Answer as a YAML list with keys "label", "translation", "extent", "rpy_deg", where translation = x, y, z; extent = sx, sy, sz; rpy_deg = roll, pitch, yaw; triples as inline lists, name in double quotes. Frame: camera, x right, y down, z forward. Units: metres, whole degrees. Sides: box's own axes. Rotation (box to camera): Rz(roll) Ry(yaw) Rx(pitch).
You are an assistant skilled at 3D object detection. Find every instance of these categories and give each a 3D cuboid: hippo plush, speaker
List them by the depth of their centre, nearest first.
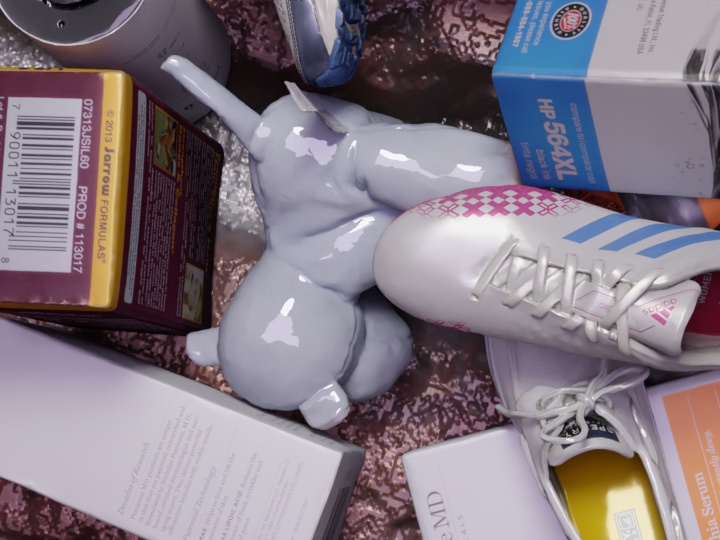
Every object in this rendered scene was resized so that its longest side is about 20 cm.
- label: "hippo plush"
  translation: [0.000, 0.000, 0.833]
  extent: [0.158, 0.200, 0.162]
  rpy_deg: [17, 95, 29]
- label: "speaker"
  translation: [-0.121, -0.130, 0.843]
  extent: [0.080, 0.200, 0.082]
  rpy_deg: [-1, 84, 6]

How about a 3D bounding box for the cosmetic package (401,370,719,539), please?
- label: "cosmetic package"
  translation: [0.131, 0.117, 0.856]
  extent: [0.198, 0.071, 0.102]
  rpy_deg: [-16, 83, 5]

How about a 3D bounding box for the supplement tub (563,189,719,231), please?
- label: "supplement tub"
  translation: [0.209, -0.053, 0.837]
  extent: [0.199, 0.123, 0.123]
  rpy_deg: [-25, 82, 4]

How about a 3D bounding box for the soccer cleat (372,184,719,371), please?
- label: "soccer cleat"
  translation: [0.105, 0.006, 0.742]
  extent: [0.198, 0.086, 0.070]
  rpy_deg: [5, 107, -3]

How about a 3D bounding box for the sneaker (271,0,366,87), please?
- label: "sneaker"
  translation: [-0.053, -0.173, 0.799]
  extent: [0.085, 0.077, 0.201]
  rpy_deg: [-18, 71, 6]

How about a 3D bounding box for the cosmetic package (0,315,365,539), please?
- label: "cosmetic package"
  translation: [-0.105, 0.095, 0.866]
  extent: [0.199, 0.113, 0.082]
  rpy_deg: [19, 87, 10]

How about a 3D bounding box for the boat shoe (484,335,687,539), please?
- label: "boat shoe"
  translation: [0.106, 0.080, 0.779]
  extent: [0.074, 0.086, 0.203]
  rpy_deg: [-17, 70, 4]

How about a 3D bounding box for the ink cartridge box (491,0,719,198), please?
- label: "ink cartridge box"
  translation: [0.177, -0.110, 0.749]
  extent: [0.198, 0.085, 0.147]
  rpy_deg: [6, 53, 23]

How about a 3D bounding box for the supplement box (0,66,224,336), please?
- label: "supplement box"
  translation: [-0.135, -0.028, 0.835]
  extent: [0.085, 0.200, 0.111]
  rpy_deg: [3, 85, 8]
